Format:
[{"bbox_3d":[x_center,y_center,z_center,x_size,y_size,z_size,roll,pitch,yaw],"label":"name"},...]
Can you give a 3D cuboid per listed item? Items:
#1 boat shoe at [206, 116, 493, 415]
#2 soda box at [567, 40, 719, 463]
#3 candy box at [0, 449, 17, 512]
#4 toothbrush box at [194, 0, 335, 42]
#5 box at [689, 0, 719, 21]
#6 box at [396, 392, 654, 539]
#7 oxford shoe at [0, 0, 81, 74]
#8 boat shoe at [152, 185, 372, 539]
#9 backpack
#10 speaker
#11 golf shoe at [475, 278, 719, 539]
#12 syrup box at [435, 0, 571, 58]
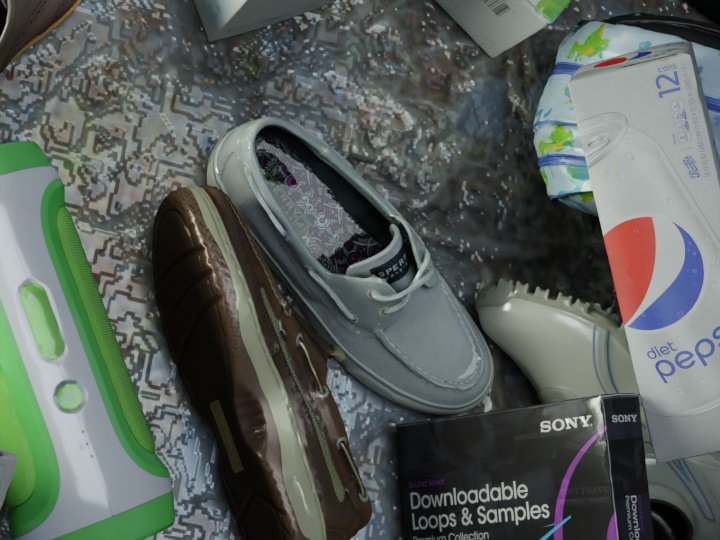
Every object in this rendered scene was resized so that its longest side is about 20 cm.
[{"bbox_3d":[0.000,-0.001,0.996,0.201,0.071,0.070,46,69,-7],"label":"boat shoe"},{"bbox_3d":[0.158,-0.010,0.952,0.063,0.068,0.201,-12,100,12],"label":"soda box"},{"bbox_3d":[-0.263,0.150,0.819,0.167,0.072,0.201,14,84,15],"label":"candy box"},{"bbox_3d":[-0.060,-0.240,0.978,0.085,0.146,0.201,-21,89,-21],"label":"toothbrush box"},{"bbox_3d":[0.305,-0.221,1.119,0.198,0.123,0.201,31,73,-11],"label":"box"},{"bbox_3d":[0.086,0.169,0.961,0.036,0.142,0.202,6,76,-46],"label":"box"},{"bbox_3d":[-0.177,-0.150,0.957,0.071,0.073,0.201,33,71,-11],"label":"oxford shoe"},{"bbox_3d":[-0.047,0.050,0.978,0.075,0.075,0.204,-17,93,-36],"label":"boat shoe"},{"bbox_3d":[0.196,-0.072,1.038,0.199,0.163,0.154,32,96,-4],"label":"backpack"},{"bbox_3d":[-0.158,0.043,0.923,0.088,0.088,0.201,-20,88,-22],"label":"speaker"},{"bbox_3d":[0.134,0.085,1.029,0.200,0.078,0.098,36,74,-10],"label":"golf shoe"},{"bbox_3d":[0.122,-0.223,1.076,0.079,0.081,0.200,44,71,-9],"label":"syrup box"}]
